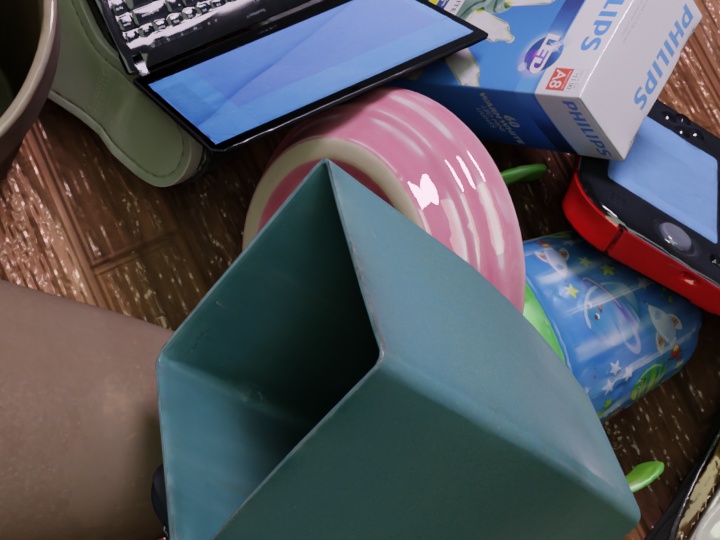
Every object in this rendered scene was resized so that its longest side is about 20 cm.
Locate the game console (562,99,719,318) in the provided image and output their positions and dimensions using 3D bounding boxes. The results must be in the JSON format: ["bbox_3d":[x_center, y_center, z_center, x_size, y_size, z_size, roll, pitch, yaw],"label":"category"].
[{"bbox_3d":[0.206,-0.037,0.783,0.175,0.031,0.201,27,32,0],"label":"game console"}]

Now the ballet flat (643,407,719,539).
[{"bbox_3d":[0.236,0.123,0.792,0.068,0.068,0.201,33,75,3],"label":"ballet flat"}]

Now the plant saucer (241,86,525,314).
[{"bbox_3d":[0.000,0.000,0.736,0.050,0.200,0.203,-11,74,-46],"label":"plant saucer"}]

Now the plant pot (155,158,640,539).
[{"bbox_3d":[0.026,0.079,0.625,0.199,0.142,0.141,29,116,-31],"label":"plant pot"}]

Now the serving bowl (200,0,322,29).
[{"bbox_3d":[-0.059,-0.244,0.843,0.197,0.066,0.203,2,83,-18],"label":"serving bowl"}]

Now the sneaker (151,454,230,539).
[{"bbox_3d":[-0.076,0.155,0.689,0.082,0.200,0.070,-37,62,-2],"label":"sneaker"}]

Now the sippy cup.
[{"bbox_3d":[0.124,0.035,0.778,0.129,0.140,0.180,-20,122,-21],"label":"sippy cup"}]

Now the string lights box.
[{"bbox_3d":[0.089,-0.132,0.780,0.059,0.199,0.104,43,71,-38],"label":"string lights box"}]

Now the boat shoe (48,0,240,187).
[{"bbox_3d":[-0.155,-0.129,0.818,0.201,0.072,0.060,46,32,18],"label":"boat shoe"}]

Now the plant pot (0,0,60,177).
[{"bbox_3d":[-0.260,-0.113,0.743,0.197,0.174,0.203,1,75,-5],"label":"plant pot"}]

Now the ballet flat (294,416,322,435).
[{"bbox_3d":[0.016,0.160,0.738,0.067,0.070,0.201,-35,93,-7],"label":"ballet flat"}]

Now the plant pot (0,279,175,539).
[{"bbox_3d":[-0.182,0.088,0.710,0.172,0.200,0.203,4,75,-22],"label":"plant pot"}]

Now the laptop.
[{"bbox_3d":[-0.058,-0.178,0.745,0.176,0.103,0.202,-25,91,-21],"label":"laptop"}]
